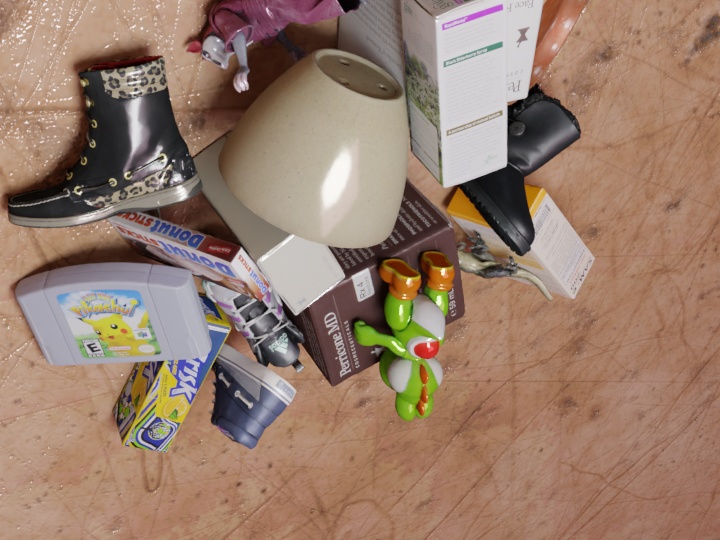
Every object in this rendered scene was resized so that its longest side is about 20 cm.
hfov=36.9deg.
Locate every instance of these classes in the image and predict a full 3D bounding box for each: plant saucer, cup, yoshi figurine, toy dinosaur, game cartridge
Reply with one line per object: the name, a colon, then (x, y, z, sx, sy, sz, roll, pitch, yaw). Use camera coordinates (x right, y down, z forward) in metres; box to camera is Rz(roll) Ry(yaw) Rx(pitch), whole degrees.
plant saucer: (0.215, -0.292, 1.295, 0.200, 0.032, 0.200, -50, 165, -19)
cup: (-0.029, -0.140, 1.106, 0.200, 0.200, 0.144, 2, 127, -37)
yoshi figurine: (0.056, 0.076, 1.272, 0.112, 0.112, 0.201, -47, 143, -61)
toy dinosaur: (0.176, -0.008, 1.470, 0.088, 0.199, 0.048, 97, 10, -71)
game cartridge: (-0.277, 0.049, 1.208, 0.199, 0.041, 0.134, -4, 130, 7)

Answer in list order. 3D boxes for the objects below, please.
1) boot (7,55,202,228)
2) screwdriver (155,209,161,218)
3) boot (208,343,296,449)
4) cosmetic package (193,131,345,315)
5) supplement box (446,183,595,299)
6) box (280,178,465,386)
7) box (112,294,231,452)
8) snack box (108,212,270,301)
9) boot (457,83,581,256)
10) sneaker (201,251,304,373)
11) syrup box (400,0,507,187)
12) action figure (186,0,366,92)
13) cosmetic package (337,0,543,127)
boot: (-0.276, -0.132, 1.108, 0.203, 0.074, 0.154, -11, 114, -2)
screwdriver: (-0.226, -0.075, 1.213, 0.029, 0.028, 0.201, -6, 130, 5)
boot: (-0.161, 0.148, 1.318, 0.073, 0.200, 0.090, 44, 76, -28)
cosmetic package: (-0.108, -0.055, 1.189, 0.073, 0.200, 0.104, -38, 139, -5)
supplement box: (0.223, -0.049, 1.479, 0.200, 0.126, 0.074, 43, 73, -48)
box: (0.000, 0.000, 1.339, 0.199, 0.164, 0.166, -28, 136, -14)
box: (-0.236, 0.126, 1.340, 0.064, 0.070, 0.200, 15, 115, -33)
snack box: (-0.188, -0.021, 1.168, 0.024, 0.199, 0.072, -56, 141, -21)
boot: (0.209, -0.134, 1.353, 0.168, 0.200, 0.076, -35, 141, 3)
sneaker: (-0.112, 0.063, 1.285, 0.078, 0.140, 0.200, -35, 162, 0)
syrup box: (0.094, -0.191, 1.068, 0.081, 0.079, 0.201, -21, 134, -16)
action figure: (-0.096, -0.270, 1.094, 0.199, 0.134, 0.149, -21, 101, 15)
cosmetic package: (0.084, -0.291, 1.157, 0.164, 0.165, 0.201, -17, 133, -22)
